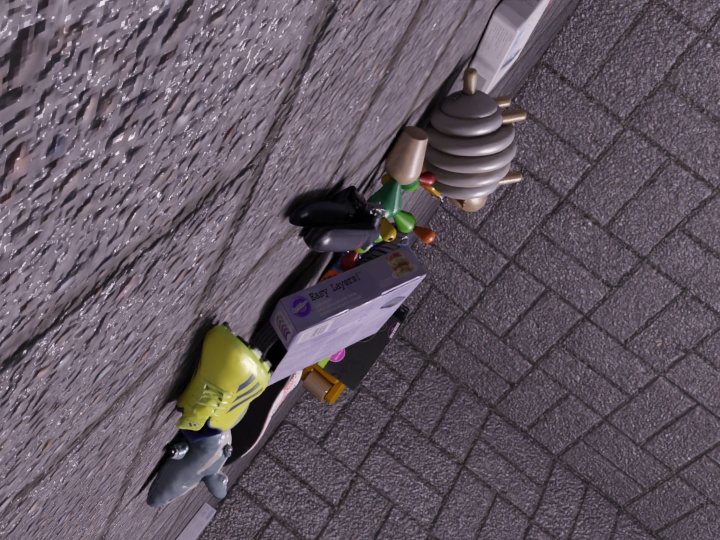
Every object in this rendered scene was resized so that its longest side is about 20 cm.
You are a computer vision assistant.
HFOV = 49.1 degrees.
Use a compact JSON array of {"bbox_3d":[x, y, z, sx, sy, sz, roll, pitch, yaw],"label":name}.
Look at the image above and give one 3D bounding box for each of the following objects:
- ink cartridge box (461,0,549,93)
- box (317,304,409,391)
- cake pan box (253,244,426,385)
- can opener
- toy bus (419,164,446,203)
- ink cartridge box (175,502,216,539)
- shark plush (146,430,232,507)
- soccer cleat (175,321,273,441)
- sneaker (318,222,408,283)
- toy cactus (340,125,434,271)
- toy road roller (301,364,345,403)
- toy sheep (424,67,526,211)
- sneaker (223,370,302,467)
[{"bbox_3d":[0.220,-0.346,1.063,0.177,0.045,0.200,-52,176,-12],"label":"ink cartridge box"},{"bbox_3d":[-0.007,0.137,1.780,0.201,0.148,0.124,-55,178,16],"label":"box"},{"bbox_3d":[-0.036,0.061,0.973,0.198,0.053,0.185,-24,162,-28],"label":"cake pan box"},{"bbox_3d":[-0.019,-0.039,0.731,0.079,0.063,0.200,-53,177,8],"label":"can opener"},{"bbox_3d":[0.114,-0.154,1.208,0.065,0.078,0.200,-55,176,6],"label":"toy bus"},{"bbox_3d":[-0.484,0.750,2.190,0.200,0.044,0.094,-50,173,-45],"label":"ink cartridge box"},{"bbox_3d":[-0.187,0.209,0.906,0.083,0.092,0.200,-9,151,-38],"label":"shark plush"},{"bbox_3d":[-0.131,0.111,0.712,0.084,0.065,0.201,-44,172,-26],"label":"soccer cleat"},{"bbox_3d":[0.005,-0.022,1.135,0.200,0.075,0.079,-35,-158,49],"label":"sneaker"},{"bbox_3d":[0.046,-0.092,0.959,0.200,0.102,0.166,-37,155,-47],"label":"toy cactus"},{"bbox_3d":[-0.095,0.284,2.308,0.201,0.122,0.146,-54,161,2],"label":"toy road roller"},{"bbox_3d":[0.145,-0.169,1.038,0.138,0.136,0.202,-48,141,-50],"label":"toy sheep"},{"bbox_3d":[-0.158,0.211,1.222,0.203,0.067,0.108,-56,174,1],"label":"sneaker"}]
